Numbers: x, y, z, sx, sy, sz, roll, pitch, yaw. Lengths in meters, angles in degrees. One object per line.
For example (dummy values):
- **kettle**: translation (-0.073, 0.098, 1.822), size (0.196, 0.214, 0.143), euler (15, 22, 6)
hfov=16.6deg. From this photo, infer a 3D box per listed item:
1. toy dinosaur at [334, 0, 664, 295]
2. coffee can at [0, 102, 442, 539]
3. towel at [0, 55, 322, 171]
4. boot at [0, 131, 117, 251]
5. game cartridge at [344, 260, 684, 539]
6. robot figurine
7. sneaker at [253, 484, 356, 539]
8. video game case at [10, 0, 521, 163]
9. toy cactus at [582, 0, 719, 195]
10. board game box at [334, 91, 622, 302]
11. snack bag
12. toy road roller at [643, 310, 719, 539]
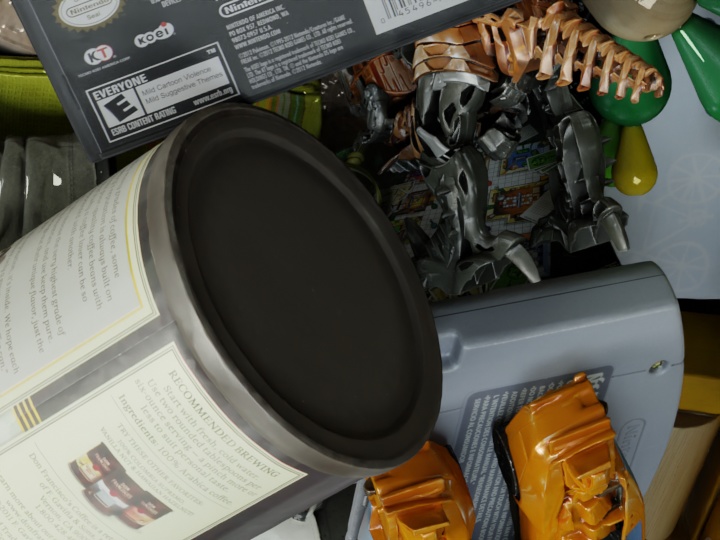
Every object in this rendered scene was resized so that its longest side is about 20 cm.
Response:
- **toy dinosaur**: translation (0.045, -0.065, 0.961), size (0.102, 0.200, 0.136), euler (-14, 99, -8)
- **coffee can**: translation (-0.090, 0.047, 0.937), size (0.200, 0.147, 0.146), euler (-31, 124, 31)
- **towel**: translation (-0.118, -0.051, 1.068), size (0.199, 0.018, 0.086), euler (3, 126, -6)
- **boot**: translation (-0.179, 0.011, 1.074), size (0.130, 0.068, 0.200), euler (8, 135, -18)
- **game cartridge**: translation (0.067, 0.075, 1.055), size (0.133, 0.042, 0.200), euler (-13, 142, -21)
- **robot figurine**: translation (0.059, 0.127, 1.036), size (0.145, 0.058, 0.200), euler (-19, 142, -6)
- **sneaker**: translation (-0.068, 0.105, 1.155), size (0.199, 0.074, 0.089), euler (-5, 125, 3)
- **video game case**: translation (-0.038, -0.147, 0.869), size (0.199, 0.026, 0.181), euler (-20, 126, 4)
- **toy cactus**: translation (0.140, -0.095, 0.962), size (0.165, 0.102, 0.200), euler (41, 156, -19)
- **board game box**: translation (0.000, 0.000, 1.042), size (0.199, 0.105, 0.023), euler (-23, 160, -1)
- **snack bag**: translation (0.196, -0.061, 1.083), size (0.199, 0.021, 0.189), euler (-1, 127, -4)
- **toy road roller**: translation (0.191, 0.112, 1.134), size (0.199, 0.146, 0.123), euler (9, 126, -11)
